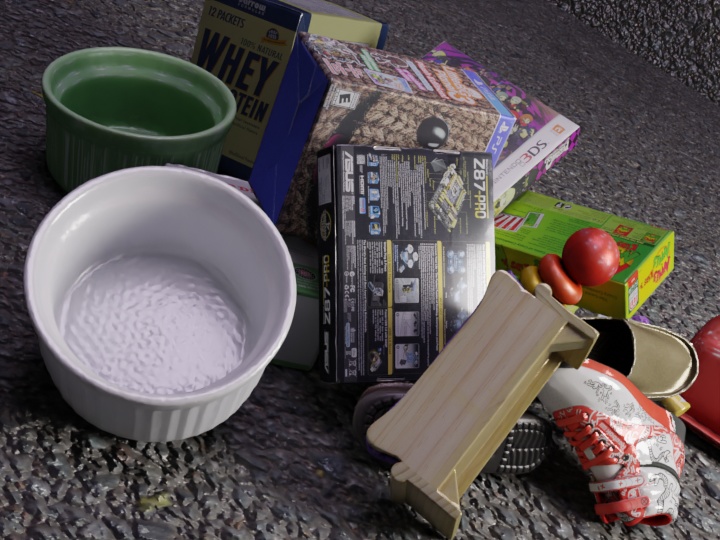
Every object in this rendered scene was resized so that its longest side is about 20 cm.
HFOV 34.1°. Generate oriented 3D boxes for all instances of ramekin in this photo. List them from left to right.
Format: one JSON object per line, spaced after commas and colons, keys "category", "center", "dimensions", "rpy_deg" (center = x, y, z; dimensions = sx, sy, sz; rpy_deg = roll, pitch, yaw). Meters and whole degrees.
{"category": "ramekin", "center": [-0.233, -0.143, 1.219], "dimensions": [0.196, 0.099, 0.201], "rpy_deg": [11, 33, -7]}
{"category": "ramekin", "center": [-0.153, 0.030, 0.893], "dimensions": [0.197, 0.098, 0.203], "rpy_deg": [7, 57, -10]}

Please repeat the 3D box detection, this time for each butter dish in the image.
{"category": "butter dish", "center": [0.436, 0.113, 1.307], "dimensions": [0.198, 0.150, 0.199], "rpy_deg": [33, 26, 21]}

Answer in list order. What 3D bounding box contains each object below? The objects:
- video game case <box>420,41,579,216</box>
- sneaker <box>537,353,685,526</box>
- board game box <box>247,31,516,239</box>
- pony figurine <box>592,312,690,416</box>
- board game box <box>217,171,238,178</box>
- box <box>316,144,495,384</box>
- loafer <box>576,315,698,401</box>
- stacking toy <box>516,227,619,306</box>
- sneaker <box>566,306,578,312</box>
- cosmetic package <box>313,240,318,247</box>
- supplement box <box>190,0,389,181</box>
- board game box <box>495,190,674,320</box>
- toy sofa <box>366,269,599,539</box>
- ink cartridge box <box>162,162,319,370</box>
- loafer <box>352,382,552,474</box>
{"category": "video game case", "center": [0.107, -0.149, 1.274], "dimensions": [0.199, 0.036, 0.181], "rpy_deg": [37, 58, 24]}
{"category": "sneaker", "center": [0.216, 0.156, 1.034], "dimensions": [0.200, 0.067, 0.109], "rpy_deg": [31, 58, -31]}
{"category": "board game box", "center": [0.017, -0.113, 1.103], "dimensions": [0.197, 0.161, 0.097], "rpy_deg": [7, 31, -28]}
{"category": "pony figurine", "center": [0.246, 0.084, 1.217], "dimensions": [0.191, 0.167, 0.201], "rpy_deg": [-12, 58, -42]}
{"category": "board game box", "center": [-0.129, -0.077, 1.313], "dimensions": [0.198, 0.024, 0.105], "rpy_deg": [0, 36, -43]}
{"category": "box", "center": [0.042, -0.005, 1.027], "dimensions": [0.158, 0.204, 0.049], "rpy_deg": [-1, -3, -23]}
{"category": "loafer", "center": [0.239, 0.082, 1.081], "dimensions": [0.197, 0.078, 0.067], "rpy_deg": [8, -5, -25]}
{"category": "stacking toy", "center": [0.162, 0.030, 1.121], "dimensions": [0.085, 0.199, 0.086], "rpy_deg": [45, 19, -20]}
{"category": "sneaker", "center": [0.174, 0.031, 1.298], "dimensions": [0.197, 0.091, 0.078], "rpy_deg": [6, 33, -31]}
{"category": "cosmetic package", "center": [0.000, 0.000, 1.144], "dimensions": [0.102, 0.074, 0.201], "rpy_deg": [10, 30, -25]}
{"category": "supplement box", "center": [-0.092, -0.220, 1.385], "dimensions": [0.133, 0.203, 0.199], "rpy_deg": [24, 18, 26]}
{"category": "board game box", "center": [0.207, -0.021, 1.200], "dimensions": [0.198, 0.048, 0.101], "rpy_deg": [20, 45, 36]}
{"category": "toy sofa", "center": [0.094, 0.104, 0.941], "dimensions": [0.097, 0.201, 0.083], "rpy_deg": [36, -17, 15]}
{"category": "ink cartridge box", "center": [-0.117, -0.008, 1.104], "dimensions": [0.143, 0.088, 0.201], "rpy_deg": [13, 28, -25]}
{"category": "loafer", "center": [0.073, 0.137, 1.028], "dimensions": [0.197, 0.074, 0.071], "rpy_deg": [15, 13, -30]}
